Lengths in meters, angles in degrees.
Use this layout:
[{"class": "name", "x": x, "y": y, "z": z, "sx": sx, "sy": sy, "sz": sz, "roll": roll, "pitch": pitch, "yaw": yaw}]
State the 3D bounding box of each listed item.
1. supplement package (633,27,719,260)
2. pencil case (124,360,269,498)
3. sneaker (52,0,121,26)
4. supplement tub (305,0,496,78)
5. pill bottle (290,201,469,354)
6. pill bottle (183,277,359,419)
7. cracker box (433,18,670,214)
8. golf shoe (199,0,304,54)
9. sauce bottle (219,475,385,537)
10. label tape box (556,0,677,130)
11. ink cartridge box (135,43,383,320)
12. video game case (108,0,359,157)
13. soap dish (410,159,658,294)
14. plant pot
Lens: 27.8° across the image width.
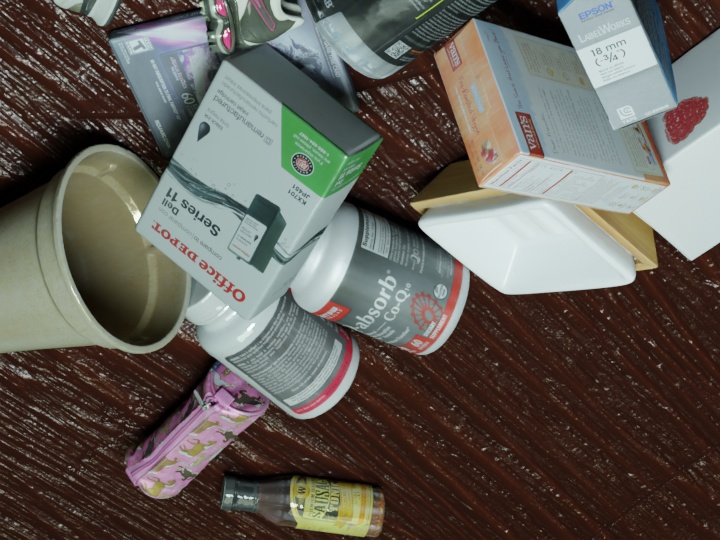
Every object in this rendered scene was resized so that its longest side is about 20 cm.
[{"class": "supplement package", "x": 0.338, "y": -0.129, "z": 1.336, "sx": 0.119, "sy": 0.122, "sz": 0.199, "roll": 34, "pitch": 124, "yaw": -30}, {"class": "pencil case", "x": -0.188, "y": 0.182, "z": 1.653, "sx": 0.086, "sy": 0.083, "sz": 0.200, "roll": 26, "pitch": 129, "yaw": -26}, {"class": "sneaker", "x": -0.229, "y": -0.295, "z": 1.194, "sx": 0.114, "sy": 0.076, "sz": 0.201, "roll": 18, "pitch": 134, "yaw": -20}, {"class": "supplement tub", "x": 0.058, "y": -0.259, "z": 1.203, "sx": 0.199, "sy": 0.123, "sz": 0.122, "roll": -31, "pitch": 127, "yaw": 27}, {"class": "pill bottle", "x": 0.000, "y": 0.000, "z": 1.457, "sx": 0.198, "sy": 0.117, "sz": 0.116, "roll": 22, "pitch": 130, "yaw": -21}, {"class": "pill bottle", "x": -0.101, "y": 0.060, "z": 1.517, "sx": 0.110, "sy": 0.111, "sz": 0.200, "roll": -30, "pitch": 128, "yaw": 25}, {"class": "cracker box", "x": 0.166, "y": -0.129, "z": 1.249, "sx": 0.199, "sy": 0.135, "sz": 0.058, "roll": 8, "pitch": 146, "yaw": -41}, {"class": "golf shoe", "x": -0.104, "y": -0.278, "z": 1.217, "sx": 0.087, "sy": 0.078, "sz": 0.201, "roll": -10, "pitch": 135, "yaw": 1}, {"class": "sauce bottle", "x": -0.070, "y": 0.283, "z": 1.764, "sx": 0.198, "sy": 0.066, "sz": 0.066, "roll": 7, "pitch": 134, "yaw": -11}, {"class": "label tape box", "x": 0.197, "y": -0.241, "z": 1.209, "sx": 0.063, "sy": 0.145, "sz": 0.201, "roll": -19, "pitch": 131, "yaw": 19}, {"class": "ink cartridge box", "x": -0.095, "y": -0.078, "z": 1.318, "sx": 0.146, "sy": 0.083, "sz": 0.201, "roll": 37, "pitch": 120, "yaw": 8}, {"class": "video game case", "x": -0.114, "y": -0.184, "z": 1.345, "sx": 0.198, "sy": 0.019, "sz": 0.144, "roll": -12, "pitch": 133, "yaw": 11}, {"class": "soap dish", "x": 0.168, "y": -0.049, "z": 1.390, "sx": 0.157, "sy": 0.082, "sz": 0.199, "roll": 36, "pitch": 154, "yaw": -29}, {"class": "plant pot", "x": -0.296, "y": -0.003, "z": 1.416, "sx": 0.182, "sy": 0.202, "sz": 0.201, "roll": -14, "pitch": 134, "yaw": 28}]
